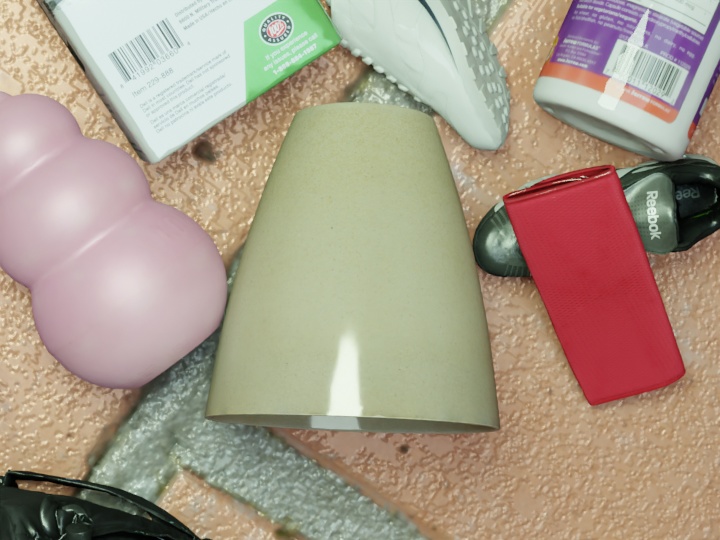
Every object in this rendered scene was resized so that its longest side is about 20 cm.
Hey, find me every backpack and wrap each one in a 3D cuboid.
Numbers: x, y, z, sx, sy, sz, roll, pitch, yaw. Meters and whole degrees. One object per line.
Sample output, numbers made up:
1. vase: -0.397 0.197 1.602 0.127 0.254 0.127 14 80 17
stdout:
1. backpack: -0.163 0.209 1.033 0.200 0.167 0.127 23 86 -30

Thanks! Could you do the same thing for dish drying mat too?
1. dish drying mat: 0.161 0.013 1.103 0.077 0.018 0.200 -15 129 15

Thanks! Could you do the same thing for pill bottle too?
1. pill bottle: 0.204 -0.184 1.093 0.111 0.111 0.200 24 90 -15

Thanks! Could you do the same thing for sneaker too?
1. sneaker: 0.176 -0.038 1.114 0.200 0.090 0.067 -14 99 -12
2. sneaker: 0.032 -0.158 1.082 0.080 0.076 0.200 -26 113 20

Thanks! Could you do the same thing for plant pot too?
1. plant pot: 0.000 0.000 1.044 0.187 0.187 0.200 5 81 -14

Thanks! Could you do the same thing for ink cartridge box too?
1. ink cartridge box: -0.129 -0.190 1.024 0.146 0.084 0.200 -34 103 -8

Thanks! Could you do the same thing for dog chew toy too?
1. dog chew toy: -0.174 -0.025 1.019 0.125 0.125 0.200 -37 95 -7
